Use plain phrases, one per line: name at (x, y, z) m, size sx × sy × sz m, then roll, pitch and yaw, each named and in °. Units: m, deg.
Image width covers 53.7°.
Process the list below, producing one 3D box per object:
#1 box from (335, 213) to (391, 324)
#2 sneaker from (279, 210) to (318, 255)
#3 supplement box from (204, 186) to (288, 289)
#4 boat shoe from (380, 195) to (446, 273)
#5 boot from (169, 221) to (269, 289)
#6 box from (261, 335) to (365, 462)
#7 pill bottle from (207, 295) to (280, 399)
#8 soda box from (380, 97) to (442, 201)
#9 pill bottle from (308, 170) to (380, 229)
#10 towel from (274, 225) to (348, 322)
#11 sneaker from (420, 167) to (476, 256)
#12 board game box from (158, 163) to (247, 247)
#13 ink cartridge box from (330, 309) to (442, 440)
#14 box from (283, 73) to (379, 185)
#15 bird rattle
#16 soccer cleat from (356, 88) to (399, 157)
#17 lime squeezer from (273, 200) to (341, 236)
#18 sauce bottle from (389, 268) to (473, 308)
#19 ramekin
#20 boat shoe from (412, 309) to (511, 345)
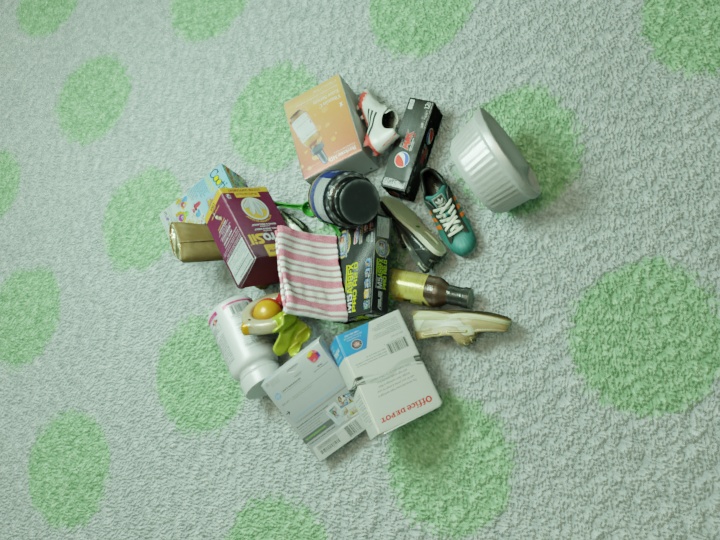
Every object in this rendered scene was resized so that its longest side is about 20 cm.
box at (0.000, 0.000, 1.473) m, size 0.159 × 0.043 × 0.206 m, roll -15°, pitch 68°, yaw 55°
sneaker at (-0.133, -0.043, 1.580) m, size 0.200 × 0.076 × 0.089 m, roll 46°, pitch 108°, yaw 33°
supplement box at (-0.235, -0.075, 1.546) m, size 0.202 × 0.129 × 0.104 m, roll 58°, pitch 132°, yaw 24°
boat shoe at (0.095, -0.080, 1.483) m, size 0.201 × 0.071 × 0.068 m, roll 52°, pitch 124°, yaw 30°
boot at (-0.311, -0.030, 1.578) m, size 0.067 × 0.196 × 0.177 m, roll -53°, pitch 51°, yaw 38°
box at (-0.081, 0.261, 1.436) m, size 0.155 × 0.041 × 0.201 m, roll -36°, pitch 98°, yaw 11°
pill bottle at (-0.246, 0.167, 1.545) m, size 0.112 × 0.113 × 0.202 m, roll -35°, pitch 65°, yaw 12°
soda box at (0.110, -0.257, 1.517) m, size 0.062 × 0.071 × 0.205 m, roll 17°, pitch 85°, yaw 25°
pill bottle at (-0.032, -0.144, 1.439) m, size 0.114 × 0.110 × 0.199 m, roll -62°, pitch 21°, yaw -1°
towel at (-0.100, 0.005, 1.453) m, size 0.030 × 0.143 × 0.204 m, roll -44°, pitch 46°, yaw 46°
sneaker at (0.170, -0.121, 1.450) m, size 0.071 × 0.080 × 0.203 m, roll -31°, pitch 67°, yaw 13°
board game box at (-0.356, -0.136, 1.677) m, size 0.198 × 0.103 × 0.106 m, roll -35°, pitch 65°, yaw 12°
ink cartridge box at (0.047, 0.202, 1.374) m, size 0.143 × 0.085 × 0.204 m, roll -20°, pitch 75°, yaw -20°
box at (-0.065, -0.300, 1.587) m, size 0.150 × 0.106 × 0.204 m, roll -24°, pitch 68°, yaw 16°
bird rattle at (-0.171, 0.079, 1.493) m, size 0.159 × 0.115 × 0.202 m, roll -6°, pitch 37°, yaw 7°
soccer cleat at (0.043, -0.333, 1.543) m, size 0.084 × 0.068 × 0.203 m, roll -31°, pitch 42°, yaw 26°
lime squeezer at (-0.104, -0.129, 1.581) m, size 0.197 × 0.070 × 0.039 m, roll 26°, pitch 107°, yaw 26°
sauce bottle at (0.130, 0.039, 1.437) m, size 0.196 × 0.064 × 0.066 m, roll 11°, pitch 81°, yaw 27°
ramekin at (0.255, -0.203, 1.376) m, size 0.094 × 0.201 × 0.205 m, roll -36°, pitch 65°, yaw 23°
boat shoe at (0.197, 0.113, 1.391) m, size 0.195 × 0.074 × 0.068 m, roll 2°, pitch 90°, yaw 26°
